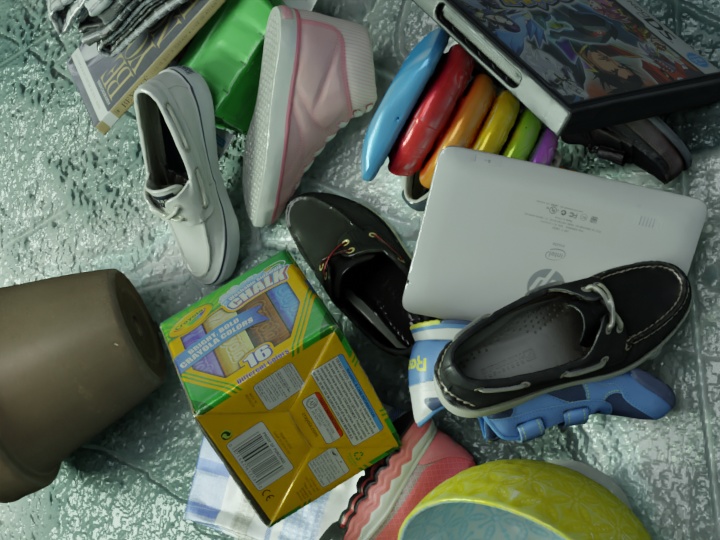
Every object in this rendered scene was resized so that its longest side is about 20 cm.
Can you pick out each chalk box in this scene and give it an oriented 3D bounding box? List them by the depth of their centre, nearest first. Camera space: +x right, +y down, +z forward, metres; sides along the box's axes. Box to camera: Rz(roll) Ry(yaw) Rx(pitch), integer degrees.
[{"bbox_3d":[-0.070,0.078,0.980,0.123,0.125,0.200,-31,29,-3],"label":"chalk box"}]

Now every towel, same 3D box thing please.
[{"bbox_3d":[-0.056,0.168,1.049,0.199,0.024,0.148,12,85,30],"label":"towel"},{"bbox_3d":[-0.181,-0.292,1.088,0.200,0.086,0.166,-36,41,18],"label":"towel"}]

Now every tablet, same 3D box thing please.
[{"bbox_3d":[0.139,-0.010,0.899,0.199,0.014,0.131,12,111,-5],"label":"tablet"}]

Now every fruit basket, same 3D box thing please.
[{"bbox_3d":[-0.134,-0.216,1.145,0.200,0.094,0.186,40,100,44],"label":"fruit basket"}]

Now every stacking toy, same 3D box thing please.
[{"bbox_3d":[0.108,-0.086,0.921,0.199,0.110,0.116,28,112,-2],"label":"stacking toy"}]

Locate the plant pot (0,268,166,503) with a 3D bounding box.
[{"bbox_3d":[-0.274,0.082,1.109,0.174,0.200,0.201,-24,69,3],"label":"plant pot"}]

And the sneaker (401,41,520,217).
[{"bbox_3d":[0.086,-0.134,1.003,0.073,0.071,0.201,12,86,30],"label":"sneaker"}]

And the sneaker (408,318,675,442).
[{"bbox_3d":[0.128,0.091,0.908,0.199,0.074,0.083,10,78,4],"label":"sneaker"}]

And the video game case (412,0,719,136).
[{"bbox_3d":[0.151,-0.175,0.912,0.181,0.199,0.026,48,132,27],"label":"video game case"}]

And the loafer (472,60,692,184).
[{"bbox_3d":[0.159,-0.124,0.948,0.200,0.072,0.063,42,85,17],"label":"loafer"}]

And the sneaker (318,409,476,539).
[{"bbox_3d":[0.022,0.211,0.957,0.087,0.074,0.201,33,86,-7],"label":"sneaker"}]

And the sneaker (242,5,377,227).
[{"bbox_3d":[-0.040,-0.126,1.070,0.075,0.104,0.201,-121,38,-53],"label":"sneaker"}]

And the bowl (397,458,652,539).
[{"bbox_3d":[0.137,0.198,0.876,0.199,0.201,0.108,14,44,30],"label":"bowl"}]

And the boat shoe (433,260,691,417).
[{"bbox_3d":[0.143,0.039,0.851,0.199,0.060,0.074,-19,69,-9],"label":"boat shoe"}]

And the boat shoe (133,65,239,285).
[{"bbox_3d":[-0.156,-0.073,1.076,0.072,0.066,0.201,16,123,33],"label":"boat shoe"}]

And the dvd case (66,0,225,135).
[{"bbox_3d":[-0.185,-0.229,1.119,0.200,0.016,0.149,-46,38,9],"label":"dvd case"}]

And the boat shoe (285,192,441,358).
[{"bbox_3d":[0.002,-0.002,1.031,0.201,0.063,0.074,46,105,29],"label":"boat shoe"}]
